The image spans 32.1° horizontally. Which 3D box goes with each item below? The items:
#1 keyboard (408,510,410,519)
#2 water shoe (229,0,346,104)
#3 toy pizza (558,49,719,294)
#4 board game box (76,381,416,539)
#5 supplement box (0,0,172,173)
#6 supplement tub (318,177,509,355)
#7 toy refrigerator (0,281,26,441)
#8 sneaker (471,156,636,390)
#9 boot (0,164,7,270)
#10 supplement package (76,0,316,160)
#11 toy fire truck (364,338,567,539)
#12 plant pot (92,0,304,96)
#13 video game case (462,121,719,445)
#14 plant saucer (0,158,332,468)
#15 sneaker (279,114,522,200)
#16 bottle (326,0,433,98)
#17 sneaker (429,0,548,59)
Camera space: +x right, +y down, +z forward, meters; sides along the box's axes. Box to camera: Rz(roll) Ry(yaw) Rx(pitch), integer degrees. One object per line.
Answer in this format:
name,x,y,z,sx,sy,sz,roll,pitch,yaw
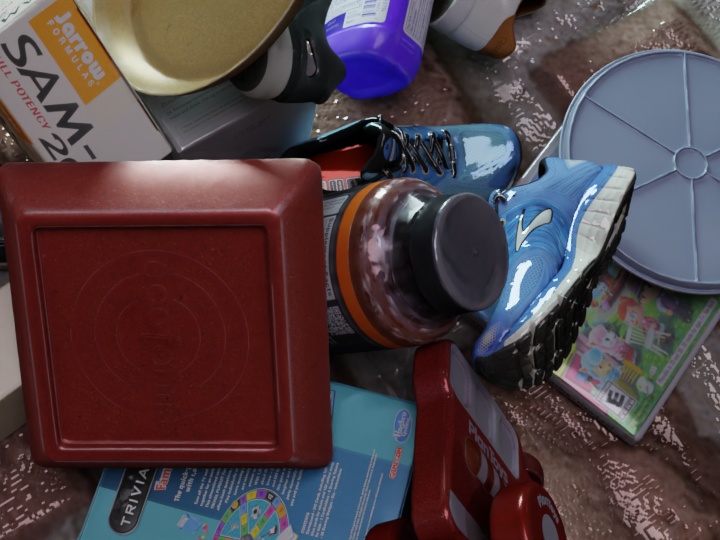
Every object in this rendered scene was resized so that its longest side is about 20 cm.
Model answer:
keyboard,-0.001,0.204,0.838,0.125,0.021,0.203,-15,71,-11
water shoe,-0.059,-0.197,0.840,0.078,0.071,0.203,10,61,-36
toy pizza,0.243,-0.074,0.940,0.196,0.032,0.203,3,67,-6
board game box,-0.066,0.141,0.821,0.197,0.047,0.153,13,67,10
supplement box,-0.214,-0.129,0.824,0.073,0.200,0.127,-38,122,-11
supplement tub,0.000,0.000,0.812,0.106,0.198,0.109,8,78,-44
toy refrigerator,-0.207,0.034,0.848,0.199,0.076,0.070,-39,78,-17
sneaker,0.115,-0.003,0.841,0.088,0.079,0.201,19,49,18
boot,-0.288,-0.068,0.836,0.197,0.151,0.074,14,68,-1
supplement package,-0.133,-0.163,0.904,0.120,0.120,0.201,-30,76,-18
toy fire truck,0.088,0.161,0.789,0.111,0.201,0.169,-20,38,25
plant pot,-0.092,-0.201,0.789,0.198,0.027,0.204,-12,69,33
video game case,0.183,-0.004,0.934,0.181,0.022,0.201,37,70,8
plant saucer,-0.118,0.036,0.757,0.196,0.037,0.203,-1,109,3
sneaker,0.027,-0.071,0.905,0.197,0.090,0.080,-12,71,-11
bottle,0.022,-0.234,0.970,0.065,0.083,0.203,31,61,-39
sneaker,0.116,-0.255,1.005,0.084,0.073,0.202,29,66,-21
